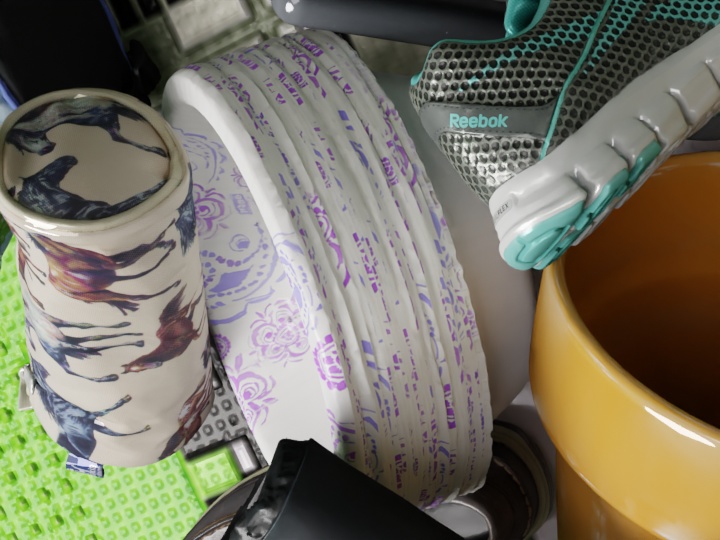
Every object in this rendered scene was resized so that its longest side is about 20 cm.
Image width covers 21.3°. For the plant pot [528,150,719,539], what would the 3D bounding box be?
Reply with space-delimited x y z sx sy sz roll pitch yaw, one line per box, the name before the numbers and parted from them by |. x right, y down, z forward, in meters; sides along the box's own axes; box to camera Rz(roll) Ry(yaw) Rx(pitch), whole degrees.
plant pot | 0.155 0.083 0.734 0.200 0.200 0.184 20 127 17

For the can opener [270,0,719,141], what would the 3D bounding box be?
can opener | 0.065 -0.099 0.738 0.200 0.067 0.053 10 131 -18

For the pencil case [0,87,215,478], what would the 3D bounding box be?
pencil case | -0.109 0.008 0.802 0.089 0.078 0.200 -9 146 -8

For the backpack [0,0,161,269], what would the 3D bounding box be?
backpack | -0.221 -0.092 0.836 0.200 0.147 0.183 8 145 27

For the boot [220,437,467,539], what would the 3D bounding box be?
boot | 0.036 0.119 0.644 0.168 0.077 0.200 32 158 -7

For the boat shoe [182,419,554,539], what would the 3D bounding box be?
boat shoe | -0.012 0.120 0.865 0.200 0.073 0.075 -24 93 26

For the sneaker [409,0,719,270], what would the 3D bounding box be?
sneaker | 0.098 -0.089 0.692 0.091 0.200 0.078 47 148 8

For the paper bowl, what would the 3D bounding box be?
paper bowl | 0.000 0.000 0.779 0.104 0.201 0.201 -19 97 -14
